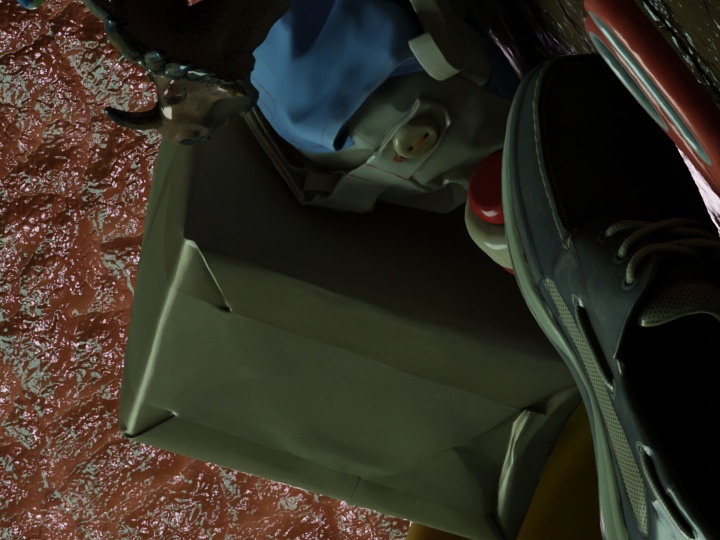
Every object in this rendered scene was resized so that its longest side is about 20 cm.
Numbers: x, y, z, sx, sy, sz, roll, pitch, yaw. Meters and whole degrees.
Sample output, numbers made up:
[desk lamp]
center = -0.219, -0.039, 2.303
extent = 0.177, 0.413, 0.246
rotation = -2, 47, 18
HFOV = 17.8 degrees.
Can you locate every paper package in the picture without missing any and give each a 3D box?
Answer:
[paper package]
center = 0.000, 0.000, 1.006
extent = 0.189, 0.104, 0.201
rotation = 17, -149, -9

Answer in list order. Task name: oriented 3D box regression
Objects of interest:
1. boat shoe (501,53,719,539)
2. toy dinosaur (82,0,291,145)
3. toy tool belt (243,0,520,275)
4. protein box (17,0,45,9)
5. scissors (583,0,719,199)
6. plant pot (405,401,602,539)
[boat shoe]
center = 0.102, 0.015, 0.745
extent = 0.073, 0.074, 0.202
rotation = 126, 129, -64
[toy dinosaur]
center = -0.062, -0.144, 0.816
extent = 0.201, 0.135, 0.086
rotation = 63, 180, -17
[toy tool belt]
center = 0.005, -0.083, 0.902
extent = 0.123, 0.125, 0.200
rotation = 39, -172, -43
[protein box]
center = -0.100, -0.199, 0.469
extent = 0.199, 0.135, 0.200
rotation = 51, -179, -38
[scissors]
center = 0.129, -0.007, 0.713
extent = 0.201, 0.014, 0.073
rotation = 53, 179, -6
[plant pot]
center = 0.150, 0.142, 1.038
extent = 0.188, 0.201, 0.201
rotation = 33, -171, -27
